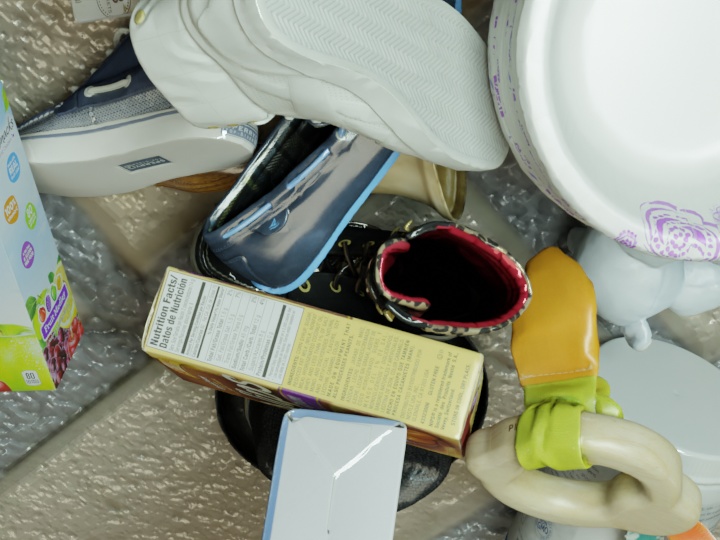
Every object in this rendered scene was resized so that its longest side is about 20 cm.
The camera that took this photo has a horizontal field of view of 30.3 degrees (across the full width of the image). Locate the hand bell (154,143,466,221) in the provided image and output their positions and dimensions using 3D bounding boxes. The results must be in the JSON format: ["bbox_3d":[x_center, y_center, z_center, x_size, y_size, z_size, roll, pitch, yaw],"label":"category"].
[{"bbox_3d":[-0.040,-0.073,0.830,0.197,0.105,0.105,-6,124,15],"label":"hand bell"}]

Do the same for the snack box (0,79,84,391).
[{"bbox_3d":[-0.276,-0.021,0.798,0.166,0.068,0.202,-3,124,12],"label":"snack box"}]

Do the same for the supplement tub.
[{"bbox_3d":[0.187,0.165,0.952,0.130,0.133,0.202,13,122,-11],"label":"supplement tub"}]

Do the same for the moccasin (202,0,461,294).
[{"bbox_3d":[-0.016,-0.081,0.730,0.068,0.080,0.202,28,93,-31],"label":"moccasin"}]

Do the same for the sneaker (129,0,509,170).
[{"bbox_3d":[-0.019,-0.098,0.658,0.114,0.075,0.199,-6,159,42],"label":"sneaker"}]

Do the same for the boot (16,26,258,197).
[{"bbox_3d":[-0.143,-0.103,0.811,0.197,0.092,0.073,-6,163,28],"label":"boot"}]

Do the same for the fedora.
[{"bbox_3d":[-0.005,0.110,0.930,0.197,0.092,0.203,-1,123,-2],"label":"fedora"}]

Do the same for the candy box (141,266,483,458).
[{"bbox_3d":[-0.025,0.060,0.823,0.197,0.117,0.057,16,79,9],"label":"candy box"}]

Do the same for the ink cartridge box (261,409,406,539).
[{"bbox_3d":[-0.020,0.182,0.811,0.075,0.139,0.201,8,157,3],"label":"ink cartridge box"}]

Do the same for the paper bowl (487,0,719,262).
[{"bbox_3d":[0.162,-0.113,0.672,0.197,0.104,0.204,-2,102,-9],"label":"paper bowl"}]

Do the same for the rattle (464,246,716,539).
[{"bbox_3d":[0.162,0.103,0.842,0.198,0.144,0.130,25,130,-28],"label":"rattle"}]

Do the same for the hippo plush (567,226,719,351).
[{"bbox_3d":[0.194,-0.019,0.817,0.197,0.160,0.162,-12,137,-17],"label":"hippo plush"}]

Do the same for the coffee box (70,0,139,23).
[{"bbox_3d":[-0.058,-0.199,0.676,0.197,0.080,0.116,-3,103,29],"label":"coffee box"}]

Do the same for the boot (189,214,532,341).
[{"bbox_3d":[0.000,0.000,0.821,0.197,0.150,0.074,18,83,-14],"label":"boot"}]
